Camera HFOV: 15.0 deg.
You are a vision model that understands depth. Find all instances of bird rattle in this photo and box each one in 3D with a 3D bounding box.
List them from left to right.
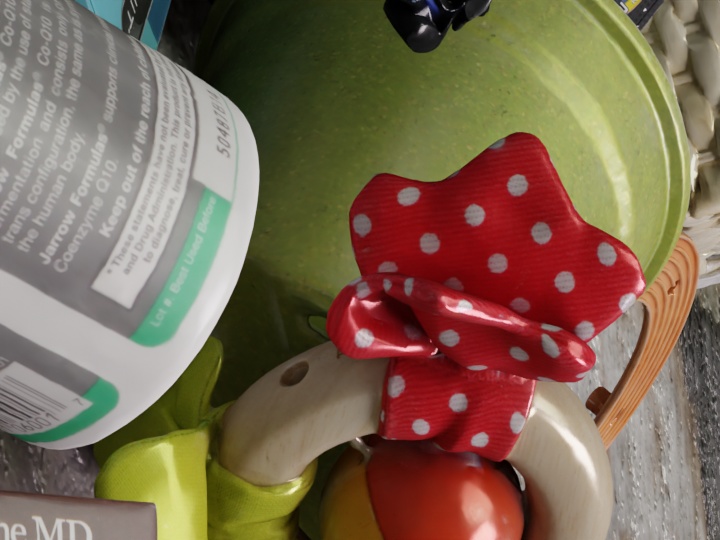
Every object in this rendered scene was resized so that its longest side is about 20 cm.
[{"bbox_3d":[0.010,0.055,0.857,0.163,0.200,0.113,47,16,-35],"label":"bird rattle"}]

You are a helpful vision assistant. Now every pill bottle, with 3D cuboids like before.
[{"bbox_3d":[-0.133,-0.042,0.714,0.200,0.113,0.113,32,48,-33],"label":"pill bottle"}]

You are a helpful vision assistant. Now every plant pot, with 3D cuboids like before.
[{"bbox_3d":[0.000,0.000,0.980,0.201,0.200,0.184,67,32,-27],"label":"plant pot"}]

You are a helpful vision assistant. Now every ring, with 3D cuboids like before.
[{"bbox_3d":[0.078,0.062,1.190,0.200,0.019,0.201,-42,156,-23],"label":"ring"}]

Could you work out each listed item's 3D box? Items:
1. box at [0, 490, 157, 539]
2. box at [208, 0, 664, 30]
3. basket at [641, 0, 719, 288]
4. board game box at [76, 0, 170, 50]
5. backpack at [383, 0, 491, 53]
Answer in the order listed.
[{"bbox_3d":[-0.109,0.163,0.752,0.100,0.075,0.201,8,68,-37],"label":"box"},{"bbox_3d":[0.027,-0.136,1.107,0.160,0.044,0.200,-50,124,-6],"label":"box"},{"bbox_3d":[0.161,-0.106,1.255,0.161,0.197,0.201,39,38,-76],"label":"basket"},{"bbox_3d":[-0.107,-0.169,0.926,0.200,0.047,0.151,75,20,-45],"label":"board game box"},{"bbox_3d":[-0.027,-0.196,0.842,0.200,0.146,0.184,79,17,-65],"label":"backpack"}]
